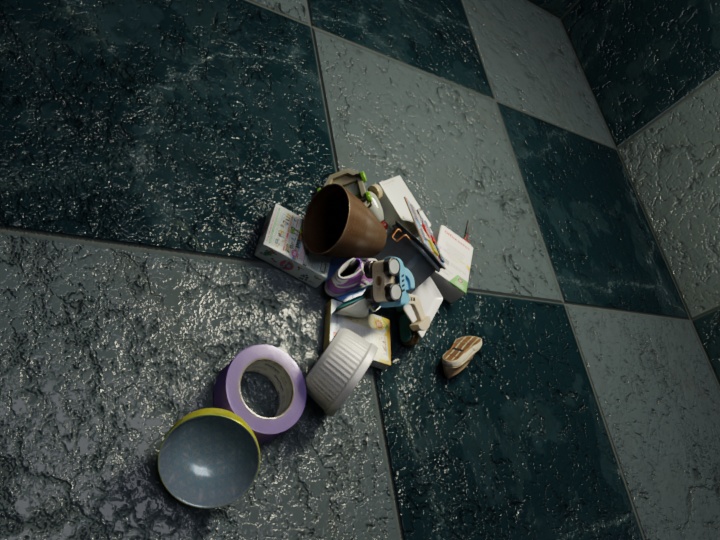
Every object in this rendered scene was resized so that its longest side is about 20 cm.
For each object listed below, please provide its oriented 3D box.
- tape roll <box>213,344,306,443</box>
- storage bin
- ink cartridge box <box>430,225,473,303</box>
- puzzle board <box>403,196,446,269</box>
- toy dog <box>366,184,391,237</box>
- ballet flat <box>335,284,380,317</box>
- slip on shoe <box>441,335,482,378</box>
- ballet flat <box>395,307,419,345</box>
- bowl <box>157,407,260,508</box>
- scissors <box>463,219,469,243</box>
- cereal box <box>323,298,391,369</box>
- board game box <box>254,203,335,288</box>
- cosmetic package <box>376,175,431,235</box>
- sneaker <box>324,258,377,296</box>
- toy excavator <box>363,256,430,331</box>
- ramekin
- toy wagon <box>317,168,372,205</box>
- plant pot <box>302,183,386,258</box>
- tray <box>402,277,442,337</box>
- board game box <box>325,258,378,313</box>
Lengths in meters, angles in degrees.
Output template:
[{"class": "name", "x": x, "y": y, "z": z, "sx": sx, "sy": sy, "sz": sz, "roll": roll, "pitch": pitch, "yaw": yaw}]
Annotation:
[{"class": "tape roll", "x": -0.226, "y": 0.278, "z": 1.303, "sx": 0.196, "sy": 0.085, "sz": 0.205, "roll": 18, "pitch": 54, "yaw": -27}, {"class": "storage bin", "x": 0.122, "y": -0.034, "z": 1.669, "sx": 0.145, "sy": 0.135, "sz": 0.200, "roll": 43, "pitch": 2, "yaw": -38}, {"class": "ink cartridge box", "x": 0.279, "y": -0.022, "z": 1.873, "sx": 0.143, "sy": 0.084, "sz": 0.203, "roll": 32, "pitch": 49, "yaw": -17}, {"class": "puzzle board", "x": 0.194, "y": -0.114, "z": 1.720, "sx": 0.151, "sy": 0.017, "sz": 0.203, "roll": 45, "pitch": 21, "yaw": -46}, {"class": "toy dog", "x": 0.033, "y": -0.161, "z": 1.785, "sx": 0.130, "sy": 0.095, "sz": 0.206, "roll": -2, "pitch": 79, "yaw": -41}, {"class": "ballet flat", "x": 0.016, "y": 0.088, "z": 1.566, "sx": 0.198, "sy": 0.069, "sz": 0.070, "roll": -32, "pitch": 84, "yaw": -41}, {"class": "slip on shoe", "x": 0.308, "y": 0.259, "z": 1.745, "sx": 0.199, "sy": 0.074, "sz": 0.062, "roll": -30, "pitch": 122, "yaw": -52}, {"class": "ballet flat", "x": 0.144, "y": 0.128, "z": 1.700, "sx": 0.072, "sy": 0.067, "sz": 0.205, "roll": 27, "pitch": 47, "yaw": -47}, {"class": "bowl", "x": -0.301, "y": 0.358, "z": 1.165, "sx": 0.198, "sy": 0.203, "sz": 0.108, "roll": 32, "pitch": 6, "yaw": -16}, {"class": "scissors", "x": 0.381, "y": -0.107, "z": 2.056, "sx": 0.073, "sy": 0.014, "sz": 0.201, "roll": 41, "pitch": 45, "yaw": -6}, {"class": "cereal box", "x": -0.007, "y": 0.174, "z": 1.564, "sx": 0.196, "sy": 0.039, "sz": 0.147, "roll": 21, "pitch": 50, "yaw": -25}, {"class": "board game box", "x": -0.174, "y": -0.067, "z": 1.569, "sx": 0.197, "sy": 0.064, "sz": 0.150, "roll": 29, "pitch": 48, "yaw": -22}, {"class": "cosmetic package", "x": 0.125, "y": -0.194, "z": 1.863, "sx": 0.112, "sy": 0.081, "sz": 0.203, "roll": -27, "pitch": 82, "yaw": -42}, {"class": "sneaker", "x": 0.000, "y": 0.001, "z": 1.575, "sx": 0.199, "sy": 0.115, "sz": 0.073, "roll": -30, "pitch": 75, "yaw": -40}, {"class": "toy excavator", "x": 0.113, "y": 0.064, "z": 1.549, "sx": 0.197, "sy": 0.099, "sz": 0.200, "roll": 3, "pitch": 82, "yaw": -43}, {"class": "ramekin", "x": -0.054, "y": 0.236, "z": 1.389, "sx": 0.104, "sy": 0.201, "sz": 0.201, "roll": 36, "pitch": 46, "yaw": 1}, {"class": "toy wagon", "x": -0.042, "y": -0.201, "z": 1.706, "sx": 0.040, "sy": 0.152, "sz": 0.205, "roll": 48, "pitch": 25, "yaw": -67}, {"class": "plant pot", "x": -0.026, "y": -0.109, "z": 1.563, "sx": 0.197, "sy": 0.185, "sz": 0.191, "roll": 20, "pitch": 51, "yaw": -42}, {"class": "tray", "x": 0.180, "y": 0.098, "z": 1.689, "sx": 0.109, "sy": 0.022, "sz": 0.201, "roll": 56, "pitch": 39, "yaw": -14}, {"class": "board game box", "x": -0.019, "y": 0.042, "z": 1.639, "sx": 0.196, "sy": 0.039, "sz": 0.161, "roll": 24, "pitch": 52, "yaw": -14}]
